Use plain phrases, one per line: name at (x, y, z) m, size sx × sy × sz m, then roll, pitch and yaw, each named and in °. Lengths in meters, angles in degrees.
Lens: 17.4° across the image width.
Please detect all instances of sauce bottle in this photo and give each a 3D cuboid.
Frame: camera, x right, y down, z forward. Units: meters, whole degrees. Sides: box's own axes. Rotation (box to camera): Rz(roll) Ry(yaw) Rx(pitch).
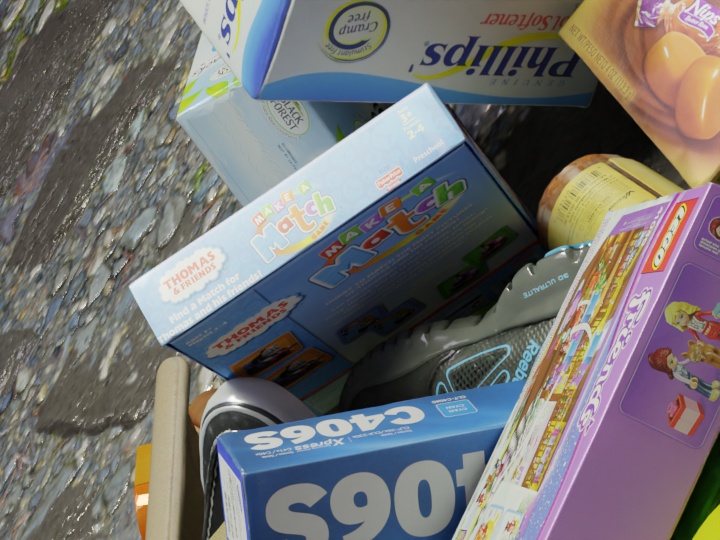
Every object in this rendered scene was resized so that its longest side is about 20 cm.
sauce bottle at (0.141, 0.006, 0.991) m, size 0.066 × 0.066 × 0.200 m, roll -56°, pitch 27°, yaw 7°

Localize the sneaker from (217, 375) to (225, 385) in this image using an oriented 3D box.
sneaker at (-0.027, 0.040, 1.312) m, size 0.200 × 0.077 × 0.089 m, roll 5°, pitch 100°, yaw 59°

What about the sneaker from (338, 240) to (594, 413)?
sneaker at (0.058, 0.056, 0.991) m, size 0.200 × 0.073 × 0.082 m, roll -35°, pitch 65°, yaw 51°

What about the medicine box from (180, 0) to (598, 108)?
medicine box at (0.005, -0.169, 1.125) m, size 0.200 × 0.182 × 0.103 m, roll 53°, pitch 136°, yaw 46°

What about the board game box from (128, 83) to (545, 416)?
board game box at (0.000, 0.000, 1.043) m, size 0.151 × 0.200 × 0.037 m, roll -34°, pitch 71°, yaw 5°

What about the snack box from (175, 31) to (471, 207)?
snack box at (-0.011, -0.073, 1.215) m, size 0.068 × 0.169 × 0.200 m, roll -28°, pitch 25°, yaw 20°

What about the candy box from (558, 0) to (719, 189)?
candy box at (0.191, -0.137, 1.021) m, size 0.200 × 0.056 × 0.117 m, roll -50°, pitch 53°, yaw 19°

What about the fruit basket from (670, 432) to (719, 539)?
fruit basket at (0.148, 0.116, 0.735) m, size 0.216 × 0.155 × 0.216 m, roll -46°, pitch 26°, yaw 30°

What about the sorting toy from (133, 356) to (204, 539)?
sorting toy at (-0.076, 0.170, 1.109) m, size 0.036 × 0.200 × 0.185 m, roll -10°, pitch 38°, yaw 6°

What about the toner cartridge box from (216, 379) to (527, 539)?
toner cartridge box at (0.051, 0.094, 0.882) m, size 0.043 × 0.200 × 0.095 m, roll -134°, pitch 36°, yaw -67°

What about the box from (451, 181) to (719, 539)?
box at (0.073, 0.072, 0.782) m, size 0.200 × 0.039 × 0.137 m, roll -64°, pitch 6°, yaw -5°

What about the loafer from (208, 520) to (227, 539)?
loafer at (-0.062, 0.150, 0.947) m, size 0.076 × 0.067 × 0.200 m, roll 159°, pitch 132°, yaw -79°

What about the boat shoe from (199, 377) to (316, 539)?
boat shoe at (-0.038, 0.147, 1.034) m, size 0.072 × 0.200 × 0.068 m, roll 4°, pitch 26°, yaw 27°

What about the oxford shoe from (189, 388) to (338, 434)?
oxford shoe at (-0.046, 0.079, 1.255) m, size 0.071 × 0.071 × 0.200 m, roll -65°, pitch 17°, yaw -5°

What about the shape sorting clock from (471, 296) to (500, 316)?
shape sorting clock at (0.050, 0.071, 1.127) m, size 0.200 × 0.039 × 0.200 m, roll -42°, pitch 20°, yaw 19°
